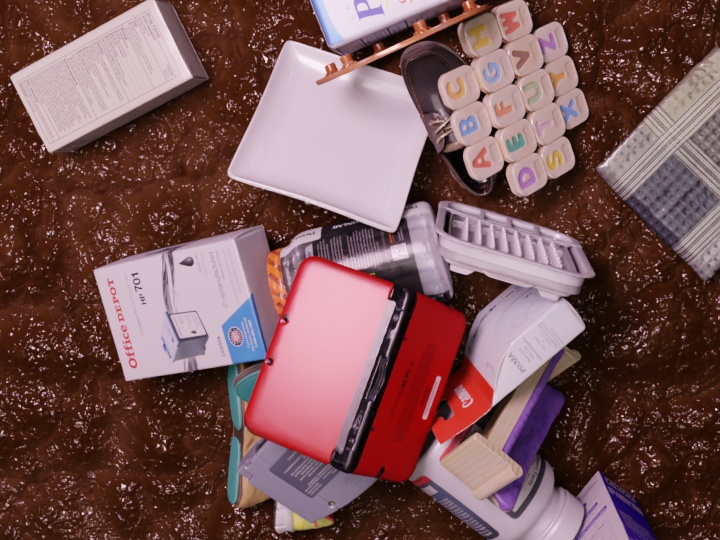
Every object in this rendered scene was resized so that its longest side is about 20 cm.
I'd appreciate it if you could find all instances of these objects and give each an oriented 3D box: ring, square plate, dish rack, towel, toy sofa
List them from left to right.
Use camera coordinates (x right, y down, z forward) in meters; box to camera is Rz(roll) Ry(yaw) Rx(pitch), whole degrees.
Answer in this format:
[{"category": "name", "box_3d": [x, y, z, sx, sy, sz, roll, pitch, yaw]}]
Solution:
[{"category": "square plate", "box_3d": [-0.025, -0.154, 0.999, 0.198, 0.028, 0.200, 18, 66, 3]}, {"category": "ring", "box_3d": [0.042, -0.245, 0.928, 0.200, 0.200, 0.019, -23, 102, 9]}, {"category": "dish rack", "box_3d": [0.161, -0.021, 0.957, 0.171, 0.200, 0.044, 17, 105, 3]}, {"category": "toy sofa", "box_3d": [0.183, 0.166, 0.983, 0.098, 0.200, 0.083, 39, 139, 1]}, {"category": "towel", "box_3d": [0.406, -0.122, 1.003, 0.193, 0.035, 0.200, 45, 103, 0]}]

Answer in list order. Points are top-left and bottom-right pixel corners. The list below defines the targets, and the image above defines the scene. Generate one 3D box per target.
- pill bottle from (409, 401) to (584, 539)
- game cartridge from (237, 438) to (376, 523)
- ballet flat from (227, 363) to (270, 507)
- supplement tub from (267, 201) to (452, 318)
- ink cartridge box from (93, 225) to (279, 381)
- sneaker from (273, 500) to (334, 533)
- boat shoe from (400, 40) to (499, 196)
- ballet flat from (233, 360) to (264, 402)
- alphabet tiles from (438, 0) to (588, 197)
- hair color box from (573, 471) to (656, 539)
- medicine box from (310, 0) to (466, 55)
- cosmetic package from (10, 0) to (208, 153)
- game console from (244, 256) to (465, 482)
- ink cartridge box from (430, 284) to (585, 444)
[{"category": "pill bottle", "box_3d": [0.161, 0.255, 1.046, 0.200, 0.120, 0.120, 38, 101, -2]}, {"category": "game cartridge", "box_3d": [-0.034, 0.203, 1.013, 0.133, 0.042, 0.200, 35, 112, -18]}, {"category": "ballet flat", "box_3d": [-0.136, 0.202, 1.106, 0.063, 0.069, 0.201, -2, 104, -22]}, {"category": "supplement tub", "box_3d": [0.000, 0.000, 1.016, 0.199, 0.123, 0.123, -14, 98, 8]}, {"category": "ink cartridge box", "box_3d": [-0.199, 0.041, 1.042, 0.199, 0.086, 0.147, -12, 99, 20]}, {"category": "sneaker", "box_3d": [-0.057, 0.236, 1.095, 0.090, 0.078, 0.201, 6, 106, -4]}, {"category": "boat shoe", "box_3d": [0.108, -0.163, 0.958, 0.074, 0.073, 0.200, -26, 129, 18]}, {"category": "ballet flat", "box_3d": [-0.056, 0.111, 1.034, 0.199, 0.064, 0.068, -16, 122, 20]}, {"category": "alphabet tiles", "box_3d": [0.175, -0.189, 0.954, 0.195, 0.015, 0.201, -30, 106, -28]}, {"category": "hair color box", "box_3d": [0.282, 0.326, 1.004, 0.065, 0.200, 0.109, 34, 101, -3]}, {"category": "medicine box", "box_3d": [0.030, -0.362, 0.960, 0.199, 0.103, 0.183, -21, 97, 8]}, {"category": "cosmetic package", "box_3d": [-0.296, -0.228, 1.032, 0.200, 0.073, 0.104, -24, 96, 9]}, {"category": "game console", "box_3d": [-0.001, 0.109, 0.945, 0.119, 0.172, 0.201, 17, 86, 43]}, {"category": "ink cartridge box", "box_3d": [0.142, 0.094, 0.984, 0.200, 0.160, 0.047, -39, 100, 2]}]
